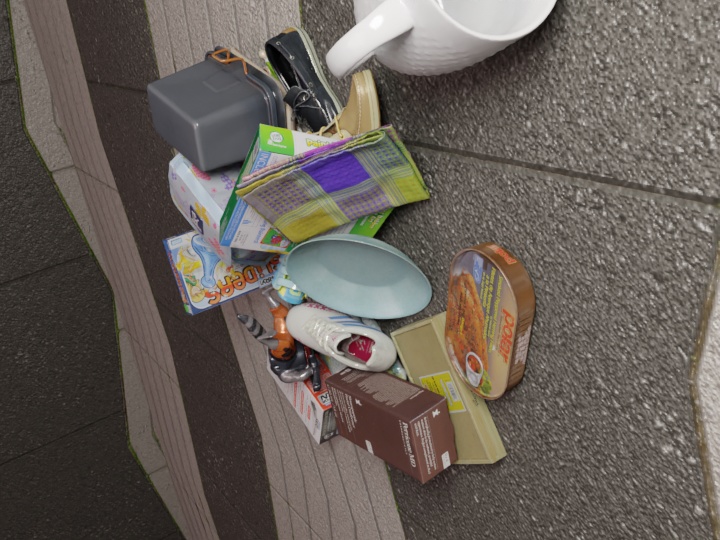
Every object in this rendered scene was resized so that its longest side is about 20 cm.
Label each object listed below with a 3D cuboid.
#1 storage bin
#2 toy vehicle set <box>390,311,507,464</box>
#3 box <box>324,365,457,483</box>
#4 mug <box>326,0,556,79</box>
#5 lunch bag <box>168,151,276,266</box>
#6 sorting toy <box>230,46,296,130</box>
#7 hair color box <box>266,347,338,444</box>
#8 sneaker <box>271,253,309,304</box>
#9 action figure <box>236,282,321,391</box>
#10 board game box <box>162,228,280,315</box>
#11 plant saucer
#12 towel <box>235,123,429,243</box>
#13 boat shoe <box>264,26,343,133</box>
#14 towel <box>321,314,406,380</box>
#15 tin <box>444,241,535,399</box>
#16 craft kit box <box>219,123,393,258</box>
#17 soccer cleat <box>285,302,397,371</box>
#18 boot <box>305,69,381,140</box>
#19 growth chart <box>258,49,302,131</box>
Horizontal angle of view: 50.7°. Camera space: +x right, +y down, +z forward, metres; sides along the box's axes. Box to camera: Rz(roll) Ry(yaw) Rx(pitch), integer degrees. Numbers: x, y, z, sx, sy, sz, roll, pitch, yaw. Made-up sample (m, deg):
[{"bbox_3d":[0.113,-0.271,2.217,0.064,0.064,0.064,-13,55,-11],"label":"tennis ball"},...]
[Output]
[{"bbox_3d":[-0.217,-0.237,1.113,0.200,0.133,0.147,38,143,37],"label":"storage bin"},{"bbox_3d":[0.115,0.163,1.027,0.124,0.026,0.202,-27,86,63],"label":"toy vehicle set"},{"bbox_3d":[0.040,0.208,1.072,0.199,0.074,0.101,13,122,51],"label":"box"},{"bbox_3d":[0.051,-0.235,0.670,0.148,0.200,0.175,54,161,-12],"label":"mug"},{"bbox_3d":[-0.209,-0.101,1.203,0.170,0.127,0.200,49,-170,11],"label":"lunch bag"},{"bbox_3d":[-0.156,-0.227,1.189,0.200,0.036,0.187,46,148,38],"label":"sorting toy"},{"bbox_3d":[-0.100,0.208,1.414,0.200,0.063,0.112,50,148,33],"label":"hair color box"},{"bbox_3d":[-0.076,-0.021,1.128,0.200,0.079,0.132,135,151,-69],"label":"sneaker"},{"bbox_3d":[-0.136,0.111,1.299,0.201,0.103,0.195,-109,2,-46],"label":"action figure"},{"bbox_3d":[-0.230,-0.021,1.333,0.034,0.198,0.137,5,115,60],"label":"board game box"},{"bbox_3d":[0.000,0.000,1.010,0.201,0.199,0.039,128,159,-59],"label":"plant saucer"},{"bbox_3d":[-0.030,-0.094,0.895,0.144,0.198,0.023,49,-151,-53],"label":"towel"},{"bbox_3d":[-0.074,-0.236,1.044,0.074,0.062,0.202,-26,87,61],"label":"boat shoe"},{"bbox_3d":[-0.011,0.129,1.212,0.201,0.048,0.172,58,152,19],"label":"towel"},{"bbox_3d":[0.149,0.060,0.881,0.112,0.041,0.202,46,146,43],"label":"tin"},{"bbox_3d":[-0.061,-0.088,0.960,0.200,0.195,0.049,128,146,-50],"label":"craft kit box"},{"bbox_3d":[-0.039,0.092,1.108,0.198,0.086,0.071,17,94,29],"label":"soccer cleat"},{"bbox_3d":[-0.057,-0.162,0.959,0.201,0.153,0.073,100,166,-50],"label":"boot"},{"bbox_3d":[-0.122,-0.222,1.189,0.145,0.018,0.201,53,151,29],"label":"growth chart"}]
